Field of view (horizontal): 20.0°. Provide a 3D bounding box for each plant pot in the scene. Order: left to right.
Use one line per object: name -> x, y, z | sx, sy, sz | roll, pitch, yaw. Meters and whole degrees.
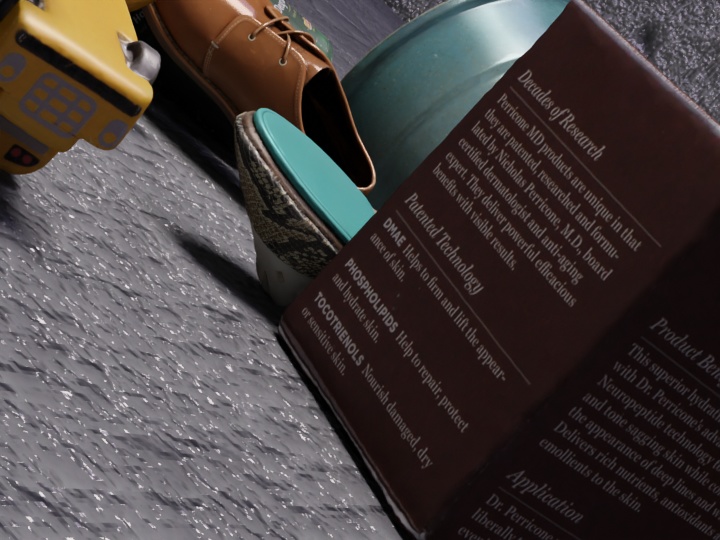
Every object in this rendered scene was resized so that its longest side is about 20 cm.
plant pot -> 0.100, -0.028, 1.173 | 0.200, 0.200, 0.196 | 27, 25, -57

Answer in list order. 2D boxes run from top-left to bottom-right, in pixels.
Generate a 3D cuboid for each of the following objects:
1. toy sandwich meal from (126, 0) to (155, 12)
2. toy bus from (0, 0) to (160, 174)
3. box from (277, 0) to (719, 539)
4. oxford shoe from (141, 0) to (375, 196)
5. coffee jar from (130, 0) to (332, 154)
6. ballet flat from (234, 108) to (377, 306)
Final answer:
toy sandwich meal -> -0.176, -0.169, 0.999 | 0.205, 0.070, 0.205 | 41, 10, -9
toy bus -> -0.138, -0.105, 0.812 | 0.065, 0.078, 0.200 | 34, 18, -31
box -> 0.107, 0.029, 0.881 | 0.166, 0.200, 0.164 | 36, 11, -38
oxford shoe -> -0.052, -0.119, 1.077 | 0.071, 0.071, 0.200 | -41, 104, -38
coffee jar -> -0.113, -0.159, 1.161 | 0.200, 0.085, 0.104 | 40, 10, -12
ballet flat -> 0.000, 0.000, 0.962 | 0.200, 0.075, 0.068 | 31, 29, -33
